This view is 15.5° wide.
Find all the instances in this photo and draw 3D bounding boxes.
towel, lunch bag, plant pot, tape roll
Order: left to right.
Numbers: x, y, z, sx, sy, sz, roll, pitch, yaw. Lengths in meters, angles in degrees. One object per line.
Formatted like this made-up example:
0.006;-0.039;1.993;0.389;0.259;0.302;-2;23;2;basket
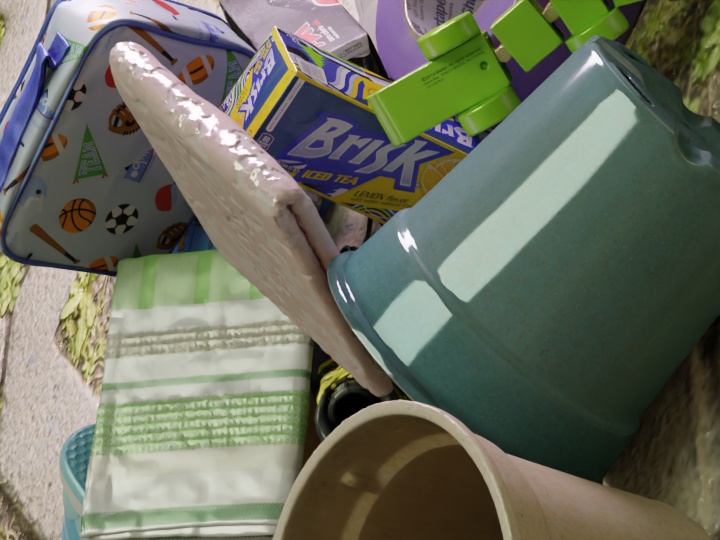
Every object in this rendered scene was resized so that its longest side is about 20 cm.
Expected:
-0.163;-0.094;1.729;0.076;0.160;0.200;48;118;44;lunch bag
-0.098;0.080;1.690;0.149;0.031;0.201;-3;63;20;towel
-0.061;-0.032;1.584;0.032;0.191;0.200;-40;46;-10;towel
0.100;-0.196;1.723;0.200;0.085;0.201;-39;39;40;tape roll
0.081;0.177;1.341;0.200;0.183;0.201;-17;68;50;plant pot
0.120;-0.008;1.451;0.196;0.200;0.200;-48;32;15;plant pot

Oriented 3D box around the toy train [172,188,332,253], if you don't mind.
-0.096;-0.033;1.824;0.200;0.086;0.115;10;83;54;toy train

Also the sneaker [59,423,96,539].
-0.138;0.209;1.743;0.200;0.079;0.131;60;155;33;sneaker

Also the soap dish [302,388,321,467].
-0.083;0.114;1.810;0.200;0.081;0.158;-19;53;53;soap dish

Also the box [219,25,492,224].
0.015;-0.074;1.653;0.070;0.200;0.064;-55;30;20;box

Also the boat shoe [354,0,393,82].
0.029;-0.156;1.841;0.075;0.062;0.201;-44;33;40;boat shoe

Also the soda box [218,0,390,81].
-0.036;-0.146;1.783;0.071;0.063;0.200;-28;26;-4;soda box

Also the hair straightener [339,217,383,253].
0.000;0.000;1.724;0.077;0.041;0.200;-18;20;5;hair straightener

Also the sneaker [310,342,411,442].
0.006;0.082;1.659;0.074;0.085;0.200;-32;40;4;sneaker

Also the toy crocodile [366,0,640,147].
0.096;-0.140;1.582;0.200;0.068;0.062;-34;5;10;toy crocodile
